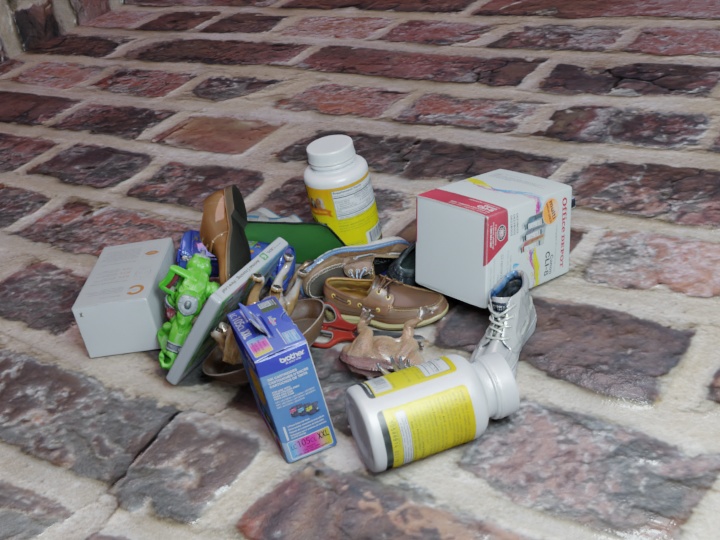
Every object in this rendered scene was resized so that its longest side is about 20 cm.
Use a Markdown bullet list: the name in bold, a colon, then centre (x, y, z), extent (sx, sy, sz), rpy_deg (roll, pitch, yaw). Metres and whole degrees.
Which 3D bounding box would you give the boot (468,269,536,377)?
- **boot**: centre (0.187, 0.080, 1.458), extent (0.074, 0.096, 0.200), rpy_deg (2, 33, 25)

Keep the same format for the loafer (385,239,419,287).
- **loafer**: centre (0.126, -0.033, 1.673), extent (0.201, 0.070, 0.068), rpy_deg (-32, 73, -27)

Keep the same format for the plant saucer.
- **plant saucer**: centre (-0.135, 0.107, 1.554), extent (0.200, 0.035, 0.200), rpy_deg (-25, 18, 8)

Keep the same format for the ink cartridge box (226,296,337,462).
- **ink cartridge box**: centre (-0.106, 0.127, 1.384), extent (0.076, 0.200, 0.136), rpy_deg (-21, 30, -14)

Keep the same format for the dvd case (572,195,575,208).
- **dvd case**: centre (0.243, -0.101, 1.822), extent (0.200, 0.025, 0.150), rpy_deg (-25, 31, -21)

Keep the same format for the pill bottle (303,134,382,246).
- **pill bottle**: centre (-0.032, -0.121, 1.785), extent (0.109, 0.200, 0.109), rpy_deg (-10, 29, 5)

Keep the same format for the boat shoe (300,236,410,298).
- **boat shoe**: centre (0.000, 0.000, 1.694), extent (0.200, 0.072, 0.072), rpy_deg (-22, 32, -16)

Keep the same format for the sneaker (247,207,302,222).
- **sneaker**: centre (-0.155, -0.057, 1.856), extent (0.081, 0.077, 0.200), rpy_deg (-28, 23, -28)

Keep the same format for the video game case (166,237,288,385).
- **video game case**: centre (-0.194, 0.059, 1.556), extent (0.022, 0.200, 0.182), rpy_deg (38, 41, 6)

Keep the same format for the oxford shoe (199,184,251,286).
- **oxford shoe**: centre (-0.214, -0.041, 1.660), extent (0.071, 0.071, 0.200), rpy_deg (-17, 51, 11)

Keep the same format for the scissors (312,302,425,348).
- **scissors**: centre (-0.002, 0.099, 1.571), extent (0.200, 0.014, 0.073), rpy_deg (18, 65, 31)

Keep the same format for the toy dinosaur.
- **toy dinosaur**: centre (0.029, 0.122, 1.467), extent (0.200, 0.086, 0.136), rpy_deg (1, 38, 33)

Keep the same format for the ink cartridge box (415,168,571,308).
- **ink cartridge box**: centre (0.201, -0.054, 1.596), extent (0.200, 0.145, 0.145), rpy_deg (-21, 29, -39)

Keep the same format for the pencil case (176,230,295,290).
- **pencil case**: centre (-0.209, -0.017, 1.759), extent (0.200, 0.078, 0.087), rpy_deg (8, 14, 11)

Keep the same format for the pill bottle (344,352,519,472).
- **pill bottle**: centre (0.090, 0.169, 1.323), extent (0.200, 0.111, 0.111), rpy_deg (-16, 29, -13)

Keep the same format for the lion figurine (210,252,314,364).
- **lion figurine**: centre (-0.128, 0.056, 1.516), extent (0.072, 0.123, 0.200), rpy_deg (25, 24, 21)

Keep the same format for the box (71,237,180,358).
- **box**: centre (-0.374, 0.042, 1.744), extent (0.124, 0.098, 0.200), rpy_deg (-8, 29, 8)

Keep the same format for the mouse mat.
- **mouse mat**: centre (-0.111, -0.045, 1.752), extent (0.200, 0.161, 0.008), rpy_deg (4, 68, 26)

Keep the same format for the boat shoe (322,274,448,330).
- **boat shoe**: centre (0.033, 0.044, 1.610), extent (0.200, 0.068, 0.072), rpy_deg (2, 32, 24)

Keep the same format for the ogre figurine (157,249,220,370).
- **ogre figurine**: centre (-0.269, 0.053, 1.645), extent (0.098, 0.120, 0.200), rpy_deg (29, 34, 6)
